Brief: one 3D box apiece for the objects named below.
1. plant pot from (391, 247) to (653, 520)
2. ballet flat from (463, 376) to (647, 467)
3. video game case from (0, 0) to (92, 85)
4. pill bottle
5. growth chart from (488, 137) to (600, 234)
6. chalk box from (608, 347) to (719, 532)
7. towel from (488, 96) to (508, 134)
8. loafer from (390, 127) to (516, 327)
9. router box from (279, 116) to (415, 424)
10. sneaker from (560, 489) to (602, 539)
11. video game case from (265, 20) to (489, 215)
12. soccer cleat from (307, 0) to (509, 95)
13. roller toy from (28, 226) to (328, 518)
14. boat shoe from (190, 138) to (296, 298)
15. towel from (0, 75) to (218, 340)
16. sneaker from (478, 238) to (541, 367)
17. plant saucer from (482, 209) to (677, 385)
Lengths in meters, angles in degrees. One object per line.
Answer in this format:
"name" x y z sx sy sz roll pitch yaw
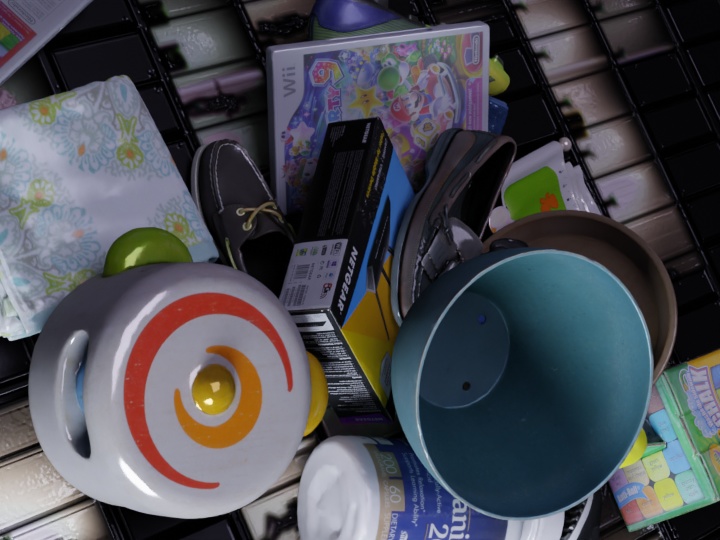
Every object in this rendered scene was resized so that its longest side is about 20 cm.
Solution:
"plant pot" 0.103 0.074 1.270 0.199 0.135 0.202 -4 101 -23
"ballet flat" 0.136 0.115 1.371 0.199 0.067 0.067 13 58 16
"video game case" -0.331 -0.235 1.300 0.200 0.023 0.182 43 54 -6
"pill bottle" 0.059 0.190 1.326 0.199 0.111 0.112 6 68 -30
"growth chart" 0.192 -0.022 1.539 0.145 0.018 0.201 -40 104 -37
"chalk box" 0.288 0.148 1.481 0.199 0.124 0.124 -17 81 -35
"towel" 0.036 -0.151 1.489 0.199 0.048 0.112 34 58 -17
"loafer" 0.077 -0.039 1.367 0.072 0.063 0.201 56 41 -44
"router box" 0.000 0.000 1.341 0.149 0.051 0.201 62 32 -45
"sneaker" 0.166 0.272 1.397 0.090 0.070 0.201 46 53 -27
"video game case" 0.017 -0.129 1.413 0.199 0.018 0.144 -10 114 -21
"soccer cleat" 0.039 -0.183 1.448 0.199 0.065 0.084 19 91 -29
"roller toy" -0.133 0.087 1.208 0.200 0.139 0.183 49 63 -23
"boat shoe" -0.080 -0.019 1.355 0.071 0.061 0.202 -12 78 -34
"towel" -0.224 -0.052 1.287 0.199 0.048 0.172 -22 84 -36
"sneaker" 0.143 0.030 1.400 0.077 0.199 0.112 32 70 -66
"plant saucer" 0.174 0.044 1.445 0.199 0.029 0.201 -5 68 11
